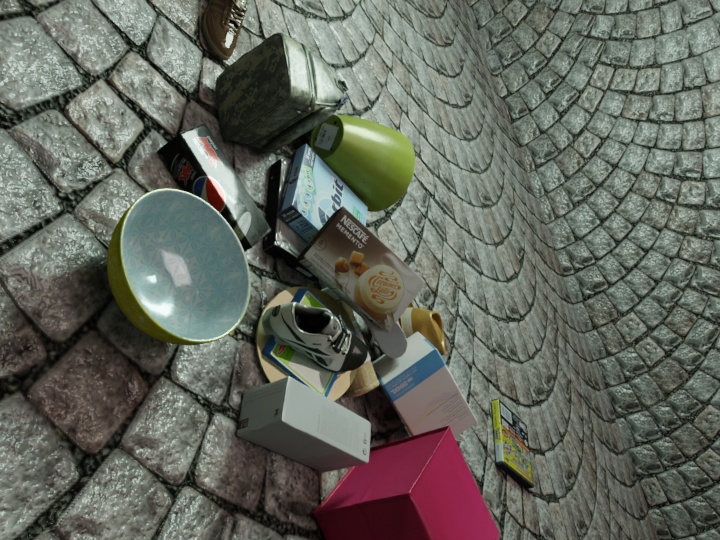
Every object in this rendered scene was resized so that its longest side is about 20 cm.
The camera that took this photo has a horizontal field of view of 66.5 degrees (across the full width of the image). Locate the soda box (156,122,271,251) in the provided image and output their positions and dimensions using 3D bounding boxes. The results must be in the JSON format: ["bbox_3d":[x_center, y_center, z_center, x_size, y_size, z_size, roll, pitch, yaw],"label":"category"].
[{"bbox_3d":[-0.230,-0.124,0.875,0.202,0.062,0.071,59,32,-14],"label":"soda box"}]

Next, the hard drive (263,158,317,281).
[{"bbox_3d":[-0.120,-0.098,1.054,0.139,0.037,0.204,35,43,-42],"label":"hard drive"}]

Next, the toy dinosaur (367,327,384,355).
[{"bbox_3d":[0.030,0.106,1.133,0.202,0.060,0.107,58,34,-15],"label":"toy dinosaur"}]

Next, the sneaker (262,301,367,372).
[{"bbox_3d":[-0.054,0.106,0.879,0.197,0.088,0.076,26,56,-31],"label":"sneaker"}]

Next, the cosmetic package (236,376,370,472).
[{"bbox_3d":[-0.081,0.241,0.840,0.200,0.100,0.075,42,39,-38],"label":"cosmetic package"}]

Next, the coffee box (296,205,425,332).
[{"bbox_3d":[0.000,0.000,0.969,0.199,0.080,0.115,42,78,-10],"label":"coffee box"}]

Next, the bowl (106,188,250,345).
[{"bbox_3d":[-0.251,0.009,0.715,0.199,0.106,0.204,36,43,-42],"label":"bowl"}]

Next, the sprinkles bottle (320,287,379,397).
[{"bbox_3d":[-0.027,0.128,1.022,0.068,0.067,0.204,-15,84,-58],"label":"sprinkles bottle"}]

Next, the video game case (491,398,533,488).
[{"bbox_3d":[0.426,0.485,1.540,0.200,0.025,0.184,43,39,-37],"label":"video game case"}]

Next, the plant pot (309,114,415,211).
[{"bbox_3d":[-0.012,-0.244,1.167,0.198,0.185,0.191,17,56,-51],"label":"plant pot"}]

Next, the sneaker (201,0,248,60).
[{"bbox_3d":[-0.255,-0.503,1.061,0.070,0.075,0.204,26,50,-47],"label":"sneaker"}]

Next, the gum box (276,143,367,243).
[{"bbox_3d":[-0.066,-0.117,1.069,0.200,0.044,0.173,42,40,-34],"label":"gum box"}]

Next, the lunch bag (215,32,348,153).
[{"bbox_3d":[-0.140,-0.310,1.001,0.166,0.197,0.143,2,70,-54],"label":"lunch bag"}]

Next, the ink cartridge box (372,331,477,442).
[{"bbox_3d":[0.127,0.251,1.084,0.203,0.124,0.128,60,-5,-12],"label":"ink cartridge box"}]

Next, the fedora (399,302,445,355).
[{"bbox_3d":[0.143,0.141,1.226,0.200,0.080,0.206,-14,91,-72],"label":"fedora"}]

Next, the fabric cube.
[{"bbox_3d":[0.078,0.408,0.886,0.195,0.198,0.203,-30,94,-58],"label":"fabric cube"}]

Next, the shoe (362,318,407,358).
[{"bbox_3d":[0.027,0.072,1.066,0.203,0.070,0.091,64,-5,-1],"label":"shoe"}]

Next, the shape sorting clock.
[{"bbox_3d":[-0.087,0.126,0.927,0.197,0.039,0.205,16,64,-35],"label":"shape sorting clock"}]
